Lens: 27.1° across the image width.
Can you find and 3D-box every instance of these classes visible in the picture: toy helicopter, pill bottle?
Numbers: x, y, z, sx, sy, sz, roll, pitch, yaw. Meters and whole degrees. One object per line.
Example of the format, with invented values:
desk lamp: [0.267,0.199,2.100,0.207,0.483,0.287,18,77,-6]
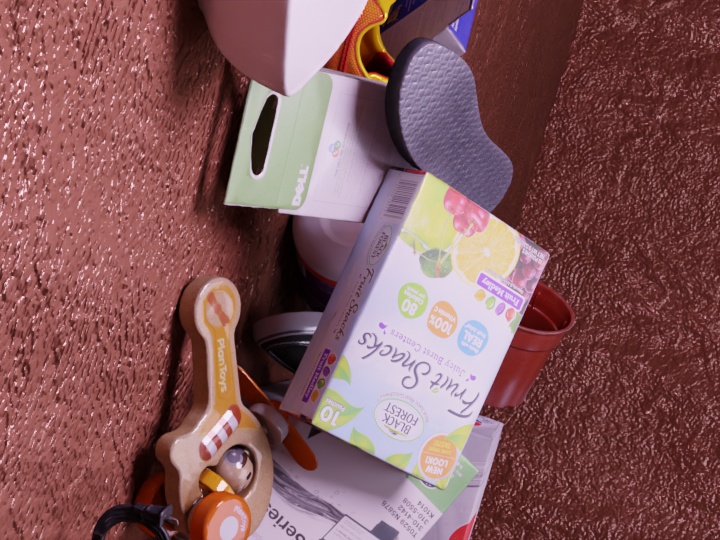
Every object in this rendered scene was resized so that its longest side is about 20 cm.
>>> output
toy helicopter: [-0.094,0.100,1.075,0.132,0.079,0.201,-17,109,-45]
pill bottle: [0.000,0.000,1.351,0.200,0.112,0.113,85,24,-62]

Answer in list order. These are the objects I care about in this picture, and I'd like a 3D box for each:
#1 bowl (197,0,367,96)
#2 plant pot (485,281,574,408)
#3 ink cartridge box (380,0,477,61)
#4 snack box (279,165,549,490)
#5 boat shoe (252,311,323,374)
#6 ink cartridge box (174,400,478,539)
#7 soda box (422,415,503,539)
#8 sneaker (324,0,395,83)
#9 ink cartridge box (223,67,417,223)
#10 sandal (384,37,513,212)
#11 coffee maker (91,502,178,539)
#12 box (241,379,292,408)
bowl: [-0.039,-0.230,0.916,0.200,0.074,0.200,-58,161,-53]
plant pot: [0.268,0.136,2.767,0.201,0.200,0.196,-54,166,-61]
ink cartridge box: [0.050,-0.200,1.218,0.200,0.037,0.095,-31,-142,53]
snack box: [0.044,0.044,1.116,0.142,0.053,0.201,30,81,-33]
boat shoe: [-0.019,0.082,1.307,0.200,0.068,0.057,23,54,-51]
ink cartridge box: [-0.029,0.183,1.183,0.200,0.146,0.084,-48,-168,-13]
soda box: [0.064,0.222,1.312,0.063,0.068,0.201,-28,135,-75]
sneaker: [-0.010,-0.137,1.197,0.201,0.077,0.073,97,12,-47]
ink cartridge box: [-0.035,-0.095,1.086,0.200,0.059,0.104,4,104,-49]
sandal: [0.058,-0.101,1.114,0.076,0.043,0.200,-50,147,-10]
coffee maker: [-0.178,0.262,0.860,0.200,0.134,0.193,-43,125,-72]
box: [-0.029,0.175,1.358,0.200,0.152,0.107,8,98,-79]
